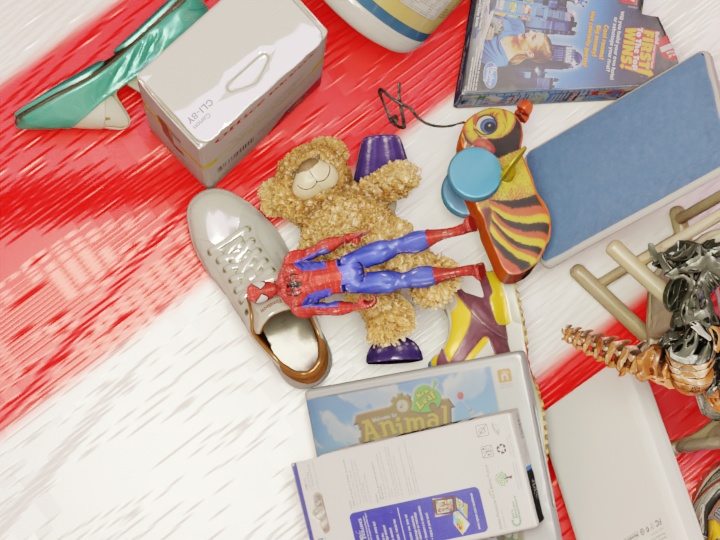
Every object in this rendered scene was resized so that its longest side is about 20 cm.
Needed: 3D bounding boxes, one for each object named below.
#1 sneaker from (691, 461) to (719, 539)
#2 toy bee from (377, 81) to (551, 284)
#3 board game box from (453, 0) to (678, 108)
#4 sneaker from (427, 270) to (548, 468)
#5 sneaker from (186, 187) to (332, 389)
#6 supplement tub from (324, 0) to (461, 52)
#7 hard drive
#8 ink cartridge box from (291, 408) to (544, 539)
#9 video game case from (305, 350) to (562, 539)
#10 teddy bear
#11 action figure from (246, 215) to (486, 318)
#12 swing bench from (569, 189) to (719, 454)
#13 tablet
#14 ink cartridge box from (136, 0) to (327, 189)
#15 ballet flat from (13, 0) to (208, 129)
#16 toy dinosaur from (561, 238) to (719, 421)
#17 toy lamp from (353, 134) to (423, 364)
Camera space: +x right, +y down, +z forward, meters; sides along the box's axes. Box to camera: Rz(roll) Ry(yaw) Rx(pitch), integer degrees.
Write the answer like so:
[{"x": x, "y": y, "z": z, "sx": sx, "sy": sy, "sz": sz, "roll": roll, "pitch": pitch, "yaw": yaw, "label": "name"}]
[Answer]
[{"x": 0.295, "y": 0.249, "z": 1.547, "sx": 0.078, "sy": 0.082, "sz": 0.201, "roll": 29, "pitch": 83, "yaw": 0, "label": "sneaker"}, {"x": 0.118, "y": -0.097, "z": 1.541, "sx": 0.108, "sy": 0.131, "sz": 0.201, "roll": -31, "pitch": 100, "yaw": -10, "label": "toy bee"}, {"x": 0.199, "y": -0.230, "z": 1.606, "sx": 0.199, "sy": 0.062, "sz": 0.201, "roll": 11, "pitch": 83, "yaw": -3, "label": "board game box"}, {"x": 0.107, "y": 0.101, "z": 1.560, "sx": 0.090, "sy": 0.075, "sz": 0.201, "roll": -10, "pitch": 76, "yaw": -4, "label": "sneaker"}, {"x": -0.084, "y": 0.009, "z": 1.550, "sx": 0.073, "sy": 0.085, "sz": 0.200, "roll": -34, "pitch": 85, "yaw": -5, "label": "sneaker"}, {"x": 0.055, "y": -0.303, "z": 1.531, "sx": 0.145, "sy": 0.145, "sz": 0.200, "roll": 44, "pitch": 109, "yaw": 2, "label": "supplement tub"}, {"x": 0.222, "y": 0.190, "z": 1.503, "sx": 0.027, "sy": 0.132, "sz": 0.201, "roll": -2, "pitch": 64, "yaw": -33, "label": "hard drive"}, {"x": 0.048, "y": 0.186, "z": 1.503, "sx": 0.199, "sy": 0.039, "sz": 0.100, "roll": -13, "pitch": 89, "yaw": 15, "label": "ink cartridge box"}, {"x": 0.062, "y": 0.175, "z": 1.528, "sx": 0.199, "sy": 0.022, "sz": 0.183, "roll": -11, "pitch": 89, "yaw": 18, "label": "video game case"}, {"x": -0.003, "y": -0.030, "z": 1.520, "sx": 0.144, "sy": 0.067, "sz": 0.201, "roll": -26, "pitch": 79, "yaw": 16, "label": "teddy bear"}, {"x": 0.000, "y": 0.000, "z": 1.472, "sx": 0.199, "sy": 0.052, "sz": 0.066, "roll": -12, "pitch": 92, "yaw": 14, "label": "action figure"}, {"x": 0.292, "y": 0.045, "z": 1.511, "sx": 0.129, "sy": 0.199, "sz": 0.201, "roll": -29, "pitch": 87, "yaw": -6, "label": "swing bench"}, {"x": 0.228, "y": -0.095, "z": 1.533, "sx": 0.199, "sy": 0.014, "sz": 0.131, "roll": -30, "pitch": 48, "yaw": 30, "label": "tablet"}, {"x": -0.107, "y": -0.160, "z": 1.508, "sx": 0.145, "sy": 0.200, "sz": 0.083, "roll": -43, "pitch": 88, "yaw": -7, "label": "ink cartridge box"}, {"x": -0.209, "y": -0.167, "z": 1.573, "sx": 0.200, "sy": 0.067, "sz": 0.071, "roll": -37, "pitch": 101, "yaw": -5, "label": "ballet flat"}, {"x": 0.262, "y": 0.050, "z": 1.367, "sx": 0.199, "sy": 0.102, "sz": 0.137, "roll": -2, "pitch": 101, "yaw": -25, "label": "toy dinosaur"}, {"x": 0.024, "y": -0.019, "z": 1.573, "sx": 0.058, "sy": 0.058, "sz": 0.201, "roll": -4, "pitch": 83, "yaw": -4, "label": "toy lamp"}]
